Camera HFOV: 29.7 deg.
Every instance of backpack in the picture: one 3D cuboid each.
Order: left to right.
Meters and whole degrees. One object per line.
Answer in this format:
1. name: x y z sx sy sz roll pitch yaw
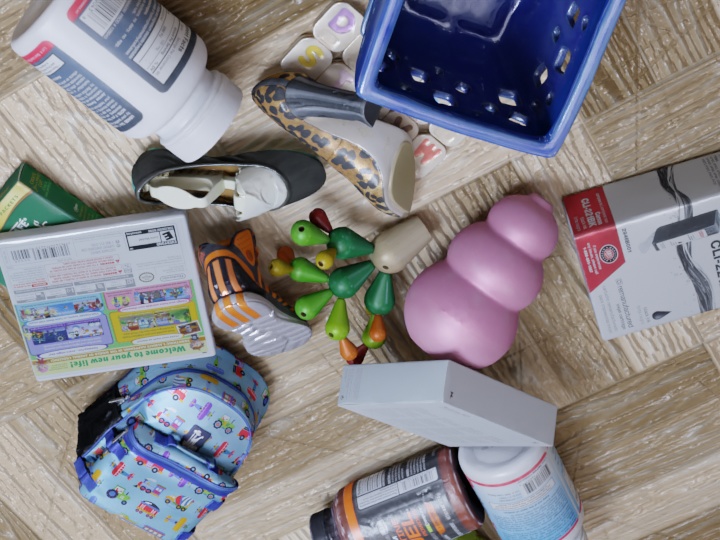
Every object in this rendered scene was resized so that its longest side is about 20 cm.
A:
1. backpack: -0.202 0.183 1.529 0.182 0.135 0.200 37 112 -25

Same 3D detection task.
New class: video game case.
1. video game case: -0.265 0.027 1.434 0.199 0.022 0.183 -8 123 0

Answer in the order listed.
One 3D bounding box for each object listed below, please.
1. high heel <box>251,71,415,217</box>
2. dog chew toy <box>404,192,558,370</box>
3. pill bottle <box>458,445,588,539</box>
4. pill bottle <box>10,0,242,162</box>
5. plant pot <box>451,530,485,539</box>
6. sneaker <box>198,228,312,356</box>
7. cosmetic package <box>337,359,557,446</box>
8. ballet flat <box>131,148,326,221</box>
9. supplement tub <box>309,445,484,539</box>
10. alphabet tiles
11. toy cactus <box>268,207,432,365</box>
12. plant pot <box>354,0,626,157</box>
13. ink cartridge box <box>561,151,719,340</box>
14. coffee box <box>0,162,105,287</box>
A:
1. high heel: -0.024 -0.126 1.377 0.142 0.072 0.200 15 153 28
2. dog chew toy: 0.135 0.006 1.436 0.124 0.125 0.200 31 99 -22
3. pill bottle: 0.201 0.269 1.620 0.108 0.109 0.200 -21 122 11
4. pill bottle: -0.215 -0.196 1.280 0.200 0.120 0.120 38 114 -25
5. plant pot: 0.091 0.423 1.671 0.198 0.200 0.182 -24 116 14
6. sneaker: -0.112 0.018 1.458 0.077 0.112 0.200 -20 157 7
7. cosmetic package: 0.097 0.148 1.487 0.150 0.052 0.200 -4 159 43
8. ballet flat: -0.136 -0.083 1.374 0.199 0.069 0.068 1 130 7
9. supplement tub: 0.041 0.291 1.628 0.199 0.107 0.107 -24 122 13
10. alphabet tiles: 0.021 -0.179 1.366 0.200 0.015 0.196 37 115 -23
11. toy cactus: 0.000 0.000 1.454 0.165 0.102 0.200 -34 118 -3
12. plant pot: 0.109 -0.245 1.220 0.199 0.180 0.201 16 116 -13
13. ink cartridge box: 0.331 -0.028 1.440 0.199 0.084 0.145 -17 122 8
14. coffee box: -0.313 -0.011 1.444 0.200 0.044 0.123 38 115 -24
